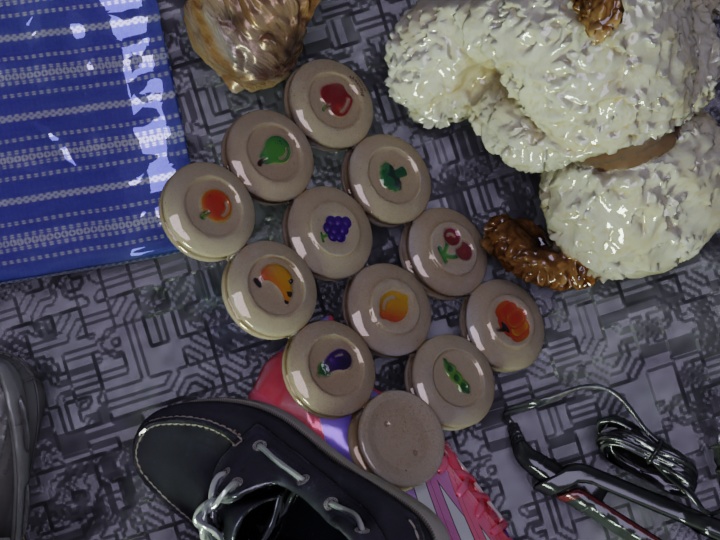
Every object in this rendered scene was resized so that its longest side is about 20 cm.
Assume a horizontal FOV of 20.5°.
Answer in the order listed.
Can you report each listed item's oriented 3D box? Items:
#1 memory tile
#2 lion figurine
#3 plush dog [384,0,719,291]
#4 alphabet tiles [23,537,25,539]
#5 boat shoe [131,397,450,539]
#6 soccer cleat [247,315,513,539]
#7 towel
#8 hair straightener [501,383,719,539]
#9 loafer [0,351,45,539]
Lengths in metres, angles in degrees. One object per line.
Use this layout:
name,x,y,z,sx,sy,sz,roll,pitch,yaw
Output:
memory tile,0.000,0.000,1.016,0.200,0.017,0.153,51,55,-6
lion figurine,-0.020,-0.192,1.048,0.200,0.072,0.123,-37,81,-1
plush dog,0.133,-0.078,1.021,0.200,0.160,0.172,-25,110,-4
alphabet tiles,-0.256,0.237,1.041,0.200,0.008,0.167,-13,86,-2
boat shoe,-0.048,0.111,0.969,0.200,0.063,0.073,21,102,37
soccer cleat,0.030,0.109,1.033,0.200,0.067,0.076,39,81,4
towel,-0.165,-0.098,1.041,0.145,0.024,0.200,-10,85,-21
hair straightener,0.167,0.117,1.052,0.200,0.041,0.077,31,85,5
loafer,-0.206,0.139,1.011,0.070,0.070,0.200,9,85,-1
